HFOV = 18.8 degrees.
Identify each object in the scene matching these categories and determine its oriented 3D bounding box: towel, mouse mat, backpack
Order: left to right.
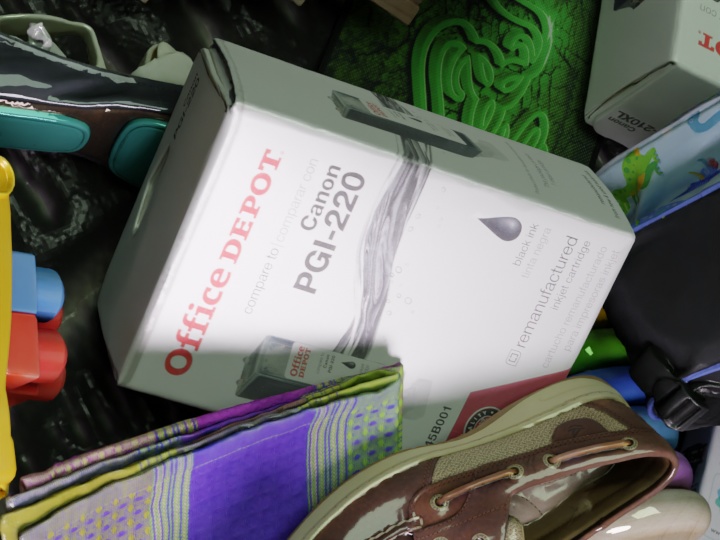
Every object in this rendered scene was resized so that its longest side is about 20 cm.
[{"bbox_3d":[-0.061,0.126,0.924,0.200,0.023,0.144,-17,121,-31],"label":"towel"},{"bbox_3d":[0.070,-0.129,1.148,0.161,0.008,0.200,29,62,-15],"label":"mouse mat"},{"bbox_3d":[0.222,-0.020,1.030,0.200,0.183,0.147,2,63,-52],"label":"backpack"}]

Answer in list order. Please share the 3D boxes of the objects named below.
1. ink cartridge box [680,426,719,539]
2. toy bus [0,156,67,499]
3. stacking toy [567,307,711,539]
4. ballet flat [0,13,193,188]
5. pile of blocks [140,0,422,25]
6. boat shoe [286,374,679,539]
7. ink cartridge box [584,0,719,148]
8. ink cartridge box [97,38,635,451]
[{"bbox_3d":[0.227,0.094,1.122,0.119,0.042,0.200,26,63,-14],"label":"ink cartridge box"},{"bbox_3d":[-0.195,0.044,0.857,0.192,0.136,0.201,14,66,-40],"label":"toy bus"},{"bbox_3d":[0.106,0.041,1.059,0.085,0.085,0.201,-3,70,-28],"label":"stacking toy"},{"bbox_3d":[-0.115,-0.079,0.999,0.199,0.073,0.073,13,66,-20],"label":"ballet flat"},{"bbox_3d":[-0.051,-0.173,1.064,0.199,0.062,0.082,1,110,-28],"label":"pile of blocks"},{"bbox_3d":[0.049,0.117,0.938,0.200,0.072,0.072,-26,127,-20],"label":"boat shoe"},{"bbox_3d":[0.212,-0.151,1.178,0.145,0.084,0.200,23,62,-22],"label":"ink cartridge box"},{"bbox_3d":[0.000,0.000,0.976,0.200,0.146,0.085,18,20,-19],"label":"ink cartridge box"}]
